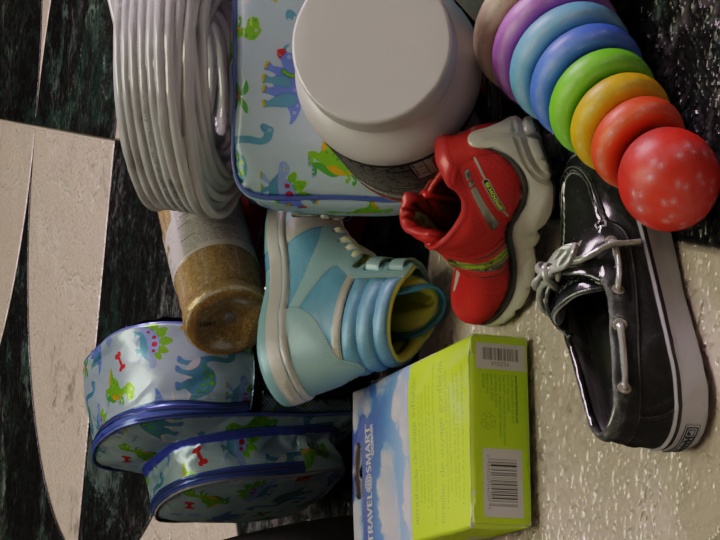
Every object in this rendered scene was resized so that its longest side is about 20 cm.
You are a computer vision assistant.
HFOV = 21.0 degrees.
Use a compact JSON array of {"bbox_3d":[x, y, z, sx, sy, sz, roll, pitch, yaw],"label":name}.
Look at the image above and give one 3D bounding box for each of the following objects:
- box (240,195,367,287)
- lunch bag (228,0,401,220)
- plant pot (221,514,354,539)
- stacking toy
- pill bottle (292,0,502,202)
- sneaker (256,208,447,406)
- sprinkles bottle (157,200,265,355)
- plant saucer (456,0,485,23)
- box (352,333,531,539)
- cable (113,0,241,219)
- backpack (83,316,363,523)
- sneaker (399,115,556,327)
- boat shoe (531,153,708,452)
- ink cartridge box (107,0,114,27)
[{"bbox_3d":[-0.042,-0.093,1.499,0.100,0.094,0.202,-115,35,-53],"label":"box"},{"bbox_3d":[-0.011,-0.138,1.345,0.082,0.159,0.202,70,-159,-85],"label":"lunch bag"},{"bbox_3d":[-0.059,0.290,1.358,0.200,0.176,0.202,-160,74,-67],"label":"plant pot"},{"bbox_3d":[0.138,-0.091,1.067,0.200,0.085,0.086,57,138,48],"label":"stacking toy"},{"bbox_3d":[0.023,-0.114,1.196,0.200,0.114,0.117,41,-130,-77],"label":"pill bottle"},{"bbox_3d":[0.000,0.000,1.376,0.080,0.129,0.202,55,-152,-47],"label":"sneaker"},{"bbox_3d":[-0.116,-0.027,1.451,0.201,0.068,0.069,-110,32,-47],"label":"sprinkles bottle"},{"bbox_3d":[0.051,-0.215,1.213,0.039,0.201,0.202,-40,35,9],"label":"plant saucer"},{"bbox_3d":[0.050,0.121,1.281,0.200,0.047,0.123,148,125,-65],"label":"box"},{"bbox_3d":[-0.123,-0.139,1.377,0.201,0.068,0.202,76,-161,-54],"label":"cable"},{"bbox_3d":[-0.108,0.113,1.490,0.183,0.198,0.149,136,135,-59],"label":"backpack"},{"bbox_3d":[0.064,-0.031,1.194,0.201,0.084,0.078,95,167,-58],"label":"sneaker"},{"bbox_3d":[0.130,0.011,1.063,0.074,0.067,0.201,122,147,-50],"label":"boat shoe"},{"bbox_3d":[-0.129,-0.196,1.585,0.200,0.083,0.146,1,-106,-75],"label":"ink cartridge box"}]
